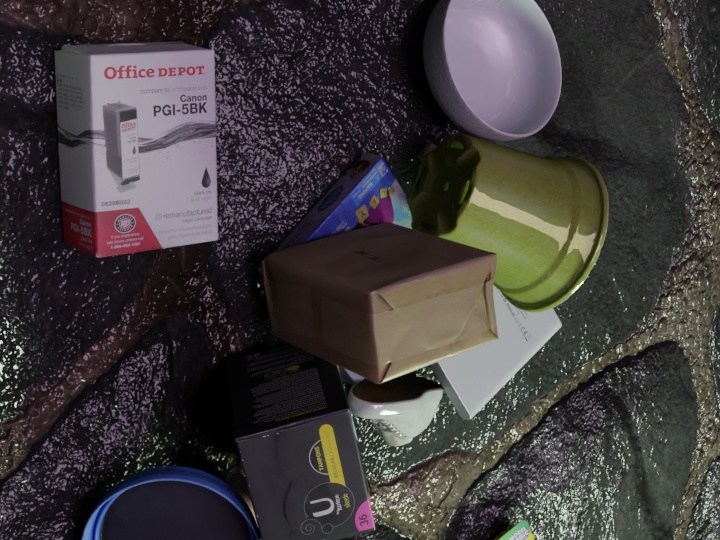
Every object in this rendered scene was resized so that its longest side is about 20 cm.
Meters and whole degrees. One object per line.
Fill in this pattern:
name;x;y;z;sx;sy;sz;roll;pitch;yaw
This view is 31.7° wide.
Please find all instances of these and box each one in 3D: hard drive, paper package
hard drive;0.168;0.078;1.649;0.200;0.027;0.133;-41;107;-30
paper package;0.024;0.027;1.403;0.189;0.199;0.105;-17;112;-34

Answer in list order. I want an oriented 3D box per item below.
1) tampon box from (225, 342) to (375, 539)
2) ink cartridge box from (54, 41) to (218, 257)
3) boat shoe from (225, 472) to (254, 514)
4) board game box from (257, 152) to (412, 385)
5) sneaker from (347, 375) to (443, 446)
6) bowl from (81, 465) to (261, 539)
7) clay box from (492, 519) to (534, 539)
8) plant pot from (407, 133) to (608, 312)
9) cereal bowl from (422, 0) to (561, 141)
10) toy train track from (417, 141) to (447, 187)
tampon box;-0.068;0.186;1.397;0.125;0.200;0.152;-14;113;-3
ink cartridge box;-0.226;-0.127;1.292;0.145;0.082;0.203;-10;107;-36
boat shoe;-0.147;0.334;1.476;0.064;0.072;0.203;-14;116;-31
board game box;0.000;0.000;1.531;0.200;0.041;0.200;-49;126;-19
sneaker;0.042;0.182;1.563;0.199;0.072;0.086;5;105;-60
bowl;-0.203;0.303;1.377;0.198;0.039;0.203;0;112;0
clay box;0.207;0.455;1.803;0.114;0.047;0.202;-31;117;-29
plant pot;0.164;-0.072;1.525;0.183;0.200;0.203;20;88;-31
cereal bowl;0.150;-0.251;1.547;0.198;0.083;0.203;9;76;-37
toy train track;0.138;-0.087;1.627;0.115;0.032;0.200;-53;128;-16
